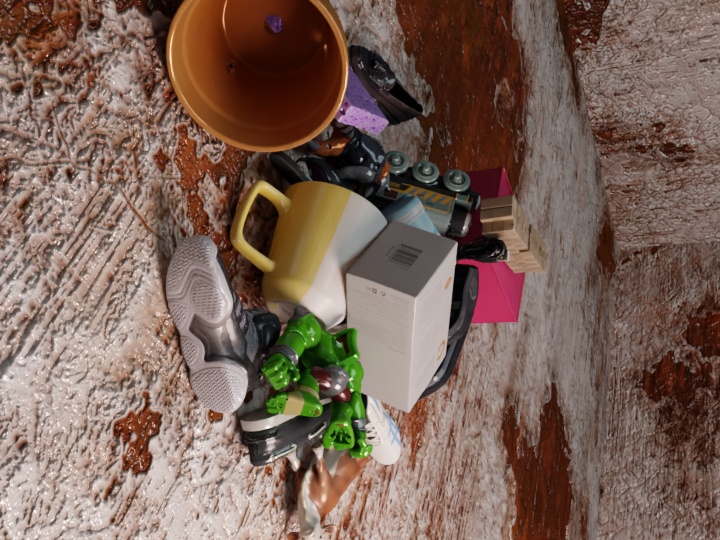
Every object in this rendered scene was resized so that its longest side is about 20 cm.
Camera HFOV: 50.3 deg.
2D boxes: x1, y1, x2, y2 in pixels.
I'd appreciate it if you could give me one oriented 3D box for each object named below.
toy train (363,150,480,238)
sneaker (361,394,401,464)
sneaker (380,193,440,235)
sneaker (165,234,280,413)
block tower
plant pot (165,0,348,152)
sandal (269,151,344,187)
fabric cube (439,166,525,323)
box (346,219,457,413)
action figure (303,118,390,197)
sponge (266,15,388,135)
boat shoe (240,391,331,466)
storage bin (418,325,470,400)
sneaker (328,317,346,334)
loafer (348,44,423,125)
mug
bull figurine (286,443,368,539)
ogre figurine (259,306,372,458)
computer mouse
[{"bbox_3d":[0.092,-0.115,1.234,0.086,0.197,0.115,102,6,-56],"label":"toy train"},{"bbox_3d":[0.005,0.217,1.135,0.202,0.071,0.073,67,28,-26],"label":"sneaker"},{"bbox_3d":[0.075,-0.037,1.094,0.132,0.079,0.200,57,4,-7],"label":"sneaker"},{"bbox_3d":[-0.149,0.047,0.859,0.114,0.074,0.203,-40,127,-58],"label":"sneaker"},{"bbox_3d":[0.250,-0.052,1.240,0.200,0.057,0.055,37,55,-54],"label":"block tower"},{"bbox_3d":[-0.107,-0.259,0.873,0.141,0.197,0.202,-84,155,-52],"label":"plant pot"},{"bbox_3d":[-0.045,-0.108,1.038,0.200,0.075,0.048,39,79,-33],"label":"sandal"},{"bbox_3d":[0.172,-0.038,1.358,0.201,0.197,0.198,58,39,-41],"label":"fabric cube"},{"bbox_3d":[0.052,0.060,0.993,0.125,0.096,0.202,-48,149,-43],"label":"box"},{"bbox_3d":[-0.020,-0.158,1.108,0.193,0.103,0.203,36,52,-44],"label":"action figure"},{"bbox_3d":[-0.046,-0.273,1.029,0.201,0.030,0.111,56,24,17],"label":"sponge"},{"bbox_3d":[-0.078,0.193,0.983,0.199,0.075,0.061,-11,96,-51],"label":"boat shoe"},{"bbox_3d":[0.075,0.099,1.243,0.134,0.145,0.201,46,40,-12],"label":"storage bin"},{"bbox_3d":[0.000,0.000,1.149,0.201,0.075,0.117,-48,130,-52],"label":"sneaker"},{"bbox_3d":[0.044,-0.317,1.291,0.200,0.062,0.073,39,52,-55],"label":"loafer"},{"bbox_3d":[-0.072,-0.014,0.985,0.150,0.184,0.155,104,6,-66],"label":"mug"},{"bbox_3d":[-0.048,0.271,1.029,0.200,0.064,0.123,-46,130,-57],"label":"bull figurine"},{"bbox_3d":[-0.043,0.131,0.916,0.199,0.098,0.121,31,43,-25],"label":"ogre figurine"},{"bbox_3d":[0.141,0.040,1.153,0.053,0.137,0.202,56,47,-39],"label":"computer mouse"}]
